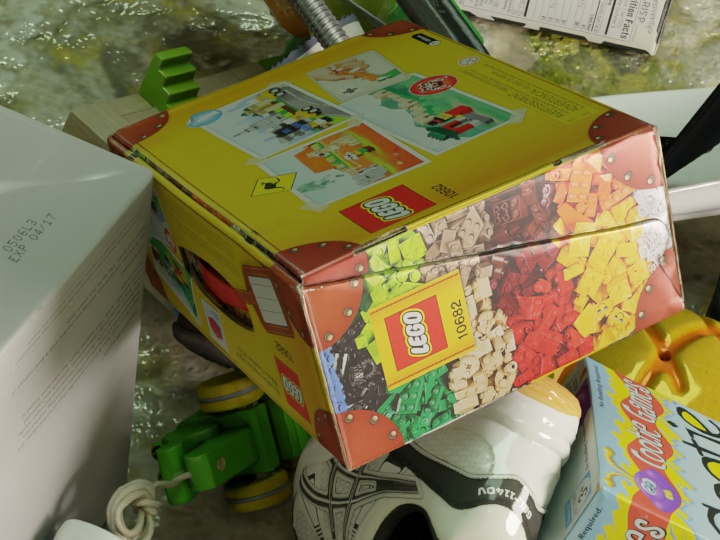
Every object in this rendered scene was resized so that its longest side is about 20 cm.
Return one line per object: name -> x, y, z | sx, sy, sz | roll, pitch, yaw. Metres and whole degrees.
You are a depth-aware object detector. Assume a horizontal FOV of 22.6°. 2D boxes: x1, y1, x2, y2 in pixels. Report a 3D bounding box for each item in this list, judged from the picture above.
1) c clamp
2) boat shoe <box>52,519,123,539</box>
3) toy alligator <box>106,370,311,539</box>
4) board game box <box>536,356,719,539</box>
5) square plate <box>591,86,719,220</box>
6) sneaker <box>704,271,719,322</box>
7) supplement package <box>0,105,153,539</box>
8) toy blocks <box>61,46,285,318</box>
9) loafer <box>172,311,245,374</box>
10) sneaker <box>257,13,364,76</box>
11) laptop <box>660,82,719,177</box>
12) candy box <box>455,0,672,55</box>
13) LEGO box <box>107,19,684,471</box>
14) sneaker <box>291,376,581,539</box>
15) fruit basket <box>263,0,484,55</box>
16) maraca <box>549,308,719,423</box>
c clamp -> -0.020, -0.141, 0.877 | 0.200, 0.027, 0.170 | 52, 35, 13
boat shoe -> -0.053, 0.178, 0.717 | 0.199, 0.076, 0.061 | 30, 63, 10
toy alligator -> -0.066, 0.080, 0.813 | 0.054, 0.060, 0.200 | -10, 9, 34
board game box -> 0.153, 0.138, 0.724 | 0.199, 0.103, 0.105 | 26, 25, -9
square plate -> 0.181, -0.066, 1.014 | 0.198, 0.029, 0.198 | -8, 20, -16
sneaker -> 0.233, 0.006, 0.946 | 0.070, 0.098, 0.200 | 27, 43, 19
supplement package -> -0.168, 0.045, 0.733 | 0.119, 0.201, 0.121 | 22, 43, 11
toy blocks -> -0.062, -0.036, 0.928 | 0.137, 0.100, 0.199 | 41, 34, 19
loafer -> 0.000, 0.000, 0.832 | 0.199, 0.072, 0.073 | -11, 20, -37
sneaker -> -0.031, -0.053, 0.856 | 0.082, 0.070, 0.200 | 50, 44, -3
laptop -> 0.128, -0.096, 0.880 | 0.198, 0.104, 0.177 | 6, 14, 23
candy box -> 0.110, -0.223, 1.195 | 0.198, 0.061, 0.137 | 12, 41, 0
LEGO box -> 0.007, -0.021, 0.706 | 0.148, 0.078, 0.200 | -23, 27, -18
sneaker -> 0.013, 0.105, 0.726 | 0.075, 0.200, 0.088 | 25, 58, -11
fruit basket -> -0.038, -0.161, 1.008 | 0.199, 0.094, 0.185 | 28, 7, -23
maraca -> 0.106, 0.069, 0.845 | 0.198, 0.108, 0.137 | 0, 10, 15
